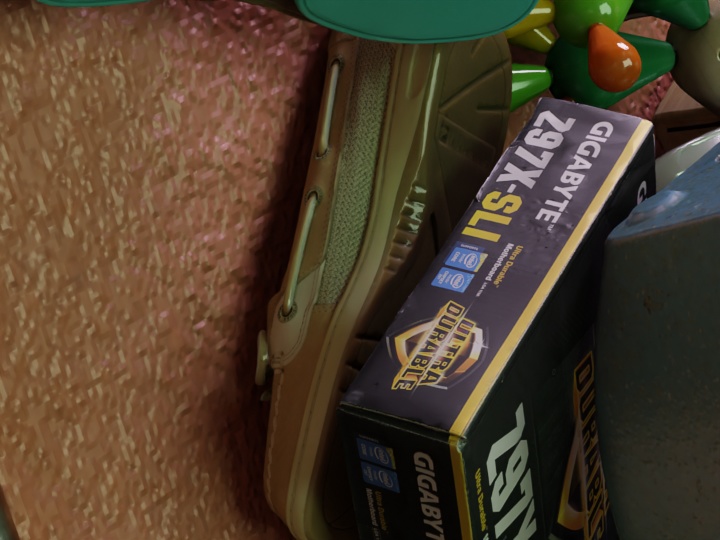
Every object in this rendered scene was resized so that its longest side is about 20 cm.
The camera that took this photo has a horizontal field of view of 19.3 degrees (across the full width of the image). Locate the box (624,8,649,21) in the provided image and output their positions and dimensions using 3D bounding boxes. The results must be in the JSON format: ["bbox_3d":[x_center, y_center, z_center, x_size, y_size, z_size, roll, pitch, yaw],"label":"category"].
[{"bbox_3d":[0.086,-0.204,0.854,0.200,0.075,0.100,44,54,-37],"label":"box"}]

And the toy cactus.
[{"bbox_3d":[0.132,-0.103,0.820,0.200,0.102,0.165,-45,137,5],"label":"toy cactus"}]

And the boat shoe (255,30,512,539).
[{"bbox_3d":[-0.001,-0.002,0.745,0.073,0.063,0.201,28,71,-53],"label":"boat shoe"}]

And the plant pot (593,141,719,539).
[{"bbox_3d":[0.192,0.036,0.703,0.196,0.196,0.200,-37,102,-35],"label":"plant pot"}]

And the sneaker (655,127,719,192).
[{"bbox_3d":[0.167,-0.005,0.842,0.200,0.071,0.099,-26,67,-19],"label":"sneaker"}]

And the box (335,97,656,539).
[{"bbox_3d":[0.058,0.066,0.753,0.160,0.049,0.200,-53,148,-37],"label":"box"}]

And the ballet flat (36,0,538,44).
[{"bbox_3d":[-0.032,-0.117,0.682,0.200,0.068,0.072,-3,48,-30],"label":"ballet flat"}]

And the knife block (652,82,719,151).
[{"bbox_3d":[0.215,-0.132,0.998,0.200,0.064,0.176,7,80,-50],"label":"knife block"}]
